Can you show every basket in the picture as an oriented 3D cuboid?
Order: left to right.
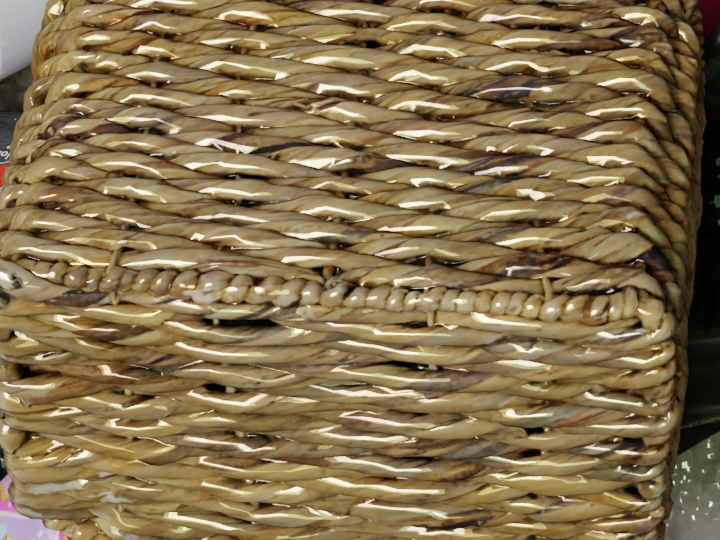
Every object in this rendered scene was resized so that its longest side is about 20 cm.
[{"bbox_3d":[0.000,0.000,0.882,0.199,0.149,0.143,2,137,6],"label":"basket"}]

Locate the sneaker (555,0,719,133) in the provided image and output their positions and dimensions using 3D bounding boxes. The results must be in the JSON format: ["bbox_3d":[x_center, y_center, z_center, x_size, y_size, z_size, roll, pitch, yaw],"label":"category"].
[{"bbox_3d":[0.133,-0.057,0.916,0.200,0.084,0.077,29,108,18],"label":"sneaker"}]

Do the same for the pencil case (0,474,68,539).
[{"bbox_3d":[-0.118,0.126,1.023,0.200,0.087,0.088,-44,79,28],"label":"pencil case"}]

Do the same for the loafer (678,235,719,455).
[{"bbox_3d":[0.072,0.041,0.964,0.199,0.073,0.072,-10,113,17],"label":"loafer"}]

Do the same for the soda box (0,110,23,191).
[{"bbox_3d":[-0.110,-0.008,1.009,0.199,0.071,0.063,6,135,33],"label":"soda box"}]

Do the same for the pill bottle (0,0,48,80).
[{"bbox_3d":[-0.204,-0.065,0.974,0.111,0.200,0.112,48,155,30],"label":"pill bottle"}]
